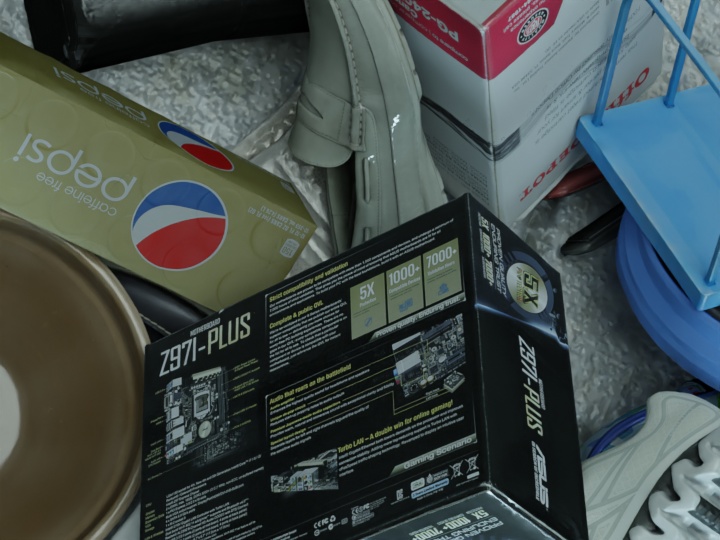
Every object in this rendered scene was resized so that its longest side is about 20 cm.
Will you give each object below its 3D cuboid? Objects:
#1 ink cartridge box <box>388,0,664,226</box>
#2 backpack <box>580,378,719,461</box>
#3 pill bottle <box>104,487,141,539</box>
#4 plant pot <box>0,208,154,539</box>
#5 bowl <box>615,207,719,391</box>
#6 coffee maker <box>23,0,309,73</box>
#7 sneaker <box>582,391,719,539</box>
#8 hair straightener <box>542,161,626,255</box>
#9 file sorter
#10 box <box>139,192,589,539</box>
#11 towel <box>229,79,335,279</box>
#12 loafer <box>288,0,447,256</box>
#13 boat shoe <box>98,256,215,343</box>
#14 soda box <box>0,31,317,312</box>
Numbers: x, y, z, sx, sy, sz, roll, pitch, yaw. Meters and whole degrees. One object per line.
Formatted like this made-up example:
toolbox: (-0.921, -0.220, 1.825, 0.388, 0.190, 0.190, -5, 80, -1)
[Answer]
ink cartridge box: (0.090, -0.137, 1.264, 0.083, 0.200, 0.145, 38, 71, 23)
backpack: (0.210, 0.144, 1.288, 0.200, 0.147, 0.183, -15, 82, -13)
pill bottle: (-0.068, 0.212, 1.209, 0.200, 0.114, 0.114, 44, 72, -6)
plant pot: (-0.208, 0.069, 1.198, 0.200, 0.093, 0.201, 2, 81, -15)
bowl: (0.241, -0.009, 1.282, 0.200, 0.039, 0.201, 4, 47, -4)
coffee maker: (-0.077, -0.161, 1.271, 0.200, 0.135, 0.193, -10, 115, -17)
sneaker: (0.124, 0.147, 1.196, 0.200, 0.081, 0.075, -47, 136, -1)
hair straightener: (0.198, -0.051, 1.377, 0.200, 0.041, 0.077, -26, 98, -24)
file sorter: (0.241, -0.091, 1.248, 0.200, 0.123, 0.139, -15, 51, -20)
box: (-0.003, 0.084, 1.114, 0.086, 0.200, 0.164, 38, 36, -41)
towel: (0.000, 0.000, 1.305, 0.133, 0.034, 0.200, -44, 96, -17)
loafer: (-0.004, -0.078, 1.224, 0.070, 0.070, 0.200, -22, 122, -10)
boat shoe: (-0.078, 0.068, 1.251, 0.200, 0.073, 0.063, 39, 70, -13)
soda box: (-0.126, -0.049, 1.188, 0.200, 0.064, 0.068, 27, 105, -25)
